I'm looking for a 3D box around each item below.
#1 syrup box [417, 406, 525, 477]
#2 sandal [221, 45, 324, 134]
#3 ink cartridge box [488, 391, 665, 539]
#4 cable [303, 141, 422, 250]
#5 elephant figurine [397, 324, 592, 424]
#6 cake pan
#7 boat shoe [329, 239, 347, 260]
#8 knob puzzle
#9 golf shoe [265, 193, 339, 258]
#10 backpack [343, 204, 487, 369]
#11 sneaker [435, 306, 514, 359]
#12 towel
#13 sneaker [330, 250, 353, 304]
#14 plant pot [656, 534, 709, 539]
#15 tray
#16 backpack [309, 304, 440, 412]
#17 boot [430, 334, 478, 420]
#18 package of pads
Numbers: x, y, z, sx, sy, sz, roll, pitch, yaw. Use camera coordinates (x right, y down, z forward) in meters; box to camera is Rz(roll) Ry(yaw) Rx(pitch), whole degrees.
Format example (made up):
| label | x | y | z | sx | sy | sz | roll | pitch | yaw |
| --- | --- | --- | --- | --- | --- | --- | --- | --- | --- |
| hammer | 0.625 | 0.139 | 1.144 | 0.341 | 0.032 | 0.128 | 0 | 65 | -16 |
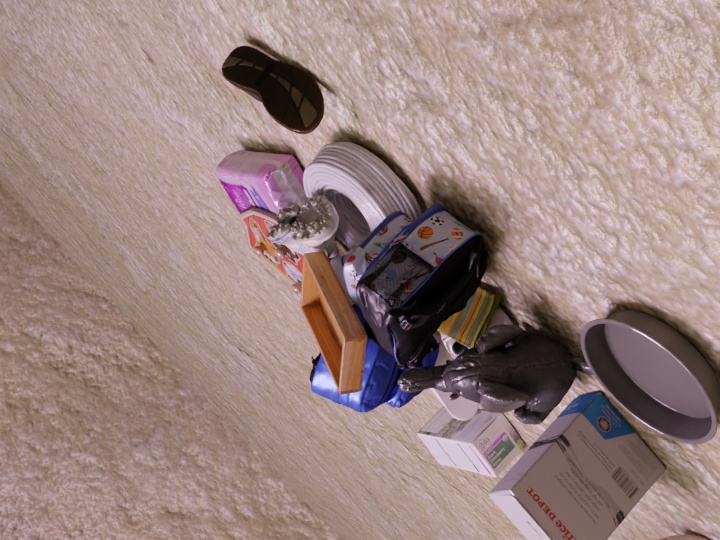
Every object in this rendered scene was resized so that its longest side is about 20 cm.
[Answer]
| label | x | y | z | sx | sy | sz | roll | pitch | yaw |
| --- | --- | --- | --- | --- | --- | --- | --- | --- | --- |
| syrup box | 0.189 | 0.293 | 1.977 | 0.082 | 0.079 | 0.200 | 53 | 159 | -14 |
| sandal | -0.120 | -0.253 | 1.624 | 0.199 | 0.082 | 0.055 | 33 | 172 | 32 |
| ink cartridge box | 0.298 | 0.290 | 1.576 | 0.147 | 0.200 | 0.086 | 49 | 160 | -3 |
| cable | 0.004 | -0.097 | 1.659 | 0.200 | 0.069 | 0.200 | 50 | 160 | -6 |
| elephant figurine | 0.182 | 0.140 | 1.536 | 0.199 | 0.156 | 0.142 | 9 | -153 | -40 |
| cake pan | 0.357 | 0.126 | 1.393 | 0.200 | 0.037 | 0.201 | 41 | 159 | 20 |
| boat shoe | -0.054 | 0.013 | 1.976 | 0.074 | 0.069 | 0.201 | 37 | 157 | 28 |
| knob puzzle | -0.138 | -0.029 | 1.917 | 0.219 | 0.030 | 0.220 | 40 | 159 | 19 |
| golf shoe | -0.060 | -0.057 | 1.691 | 0.097 | 0.079 | 0.200 | 33 | 169 | -19 |
| backpack | 0.078 | 0.009 | 1.533 | 0.154 | 0.190 | 0.200 | 46 | 167 | 20 |
| sneaker | 0.145 | 0.088 | 1.698 | 0.071 | 0.080 | 0.200 | 52 | 161 | -17 |
| towel | 0.116 | 0.042 | 1.668 | 0.018 | 0.087 | 0.199 | 23 | -178 | -43 |
| sneaker | 0.000 | 0.000 | 1.742 | 0.200 | 0.070 | 0.074 | -70 | -37 | -74 |
| plant pot | 0.471 | 0.492 | 1.635 | 0.200 | 0.200 | 0.178 | 18 | 134 | 53 |
| tray | -0.039 | 0.070 | 1.608 | 0.200 | 0.037 | 0.099 | -120 | 28 | -49 |
| backpack | 0.022 | 0.128 | 1.753 | 0.167 | 0.164 | 0.200 | 19 | -170 | 19 |
| boot | 0.123 | 0.157 | 1.888 | 0.201 | 0.072 | 0.090 | 60 | 178 | -1 |
| package of pads | -0.153 | -0.135 | 1.901 | 0.200 | 0.076 | 0.121 | 14 | 139 | 56 |
